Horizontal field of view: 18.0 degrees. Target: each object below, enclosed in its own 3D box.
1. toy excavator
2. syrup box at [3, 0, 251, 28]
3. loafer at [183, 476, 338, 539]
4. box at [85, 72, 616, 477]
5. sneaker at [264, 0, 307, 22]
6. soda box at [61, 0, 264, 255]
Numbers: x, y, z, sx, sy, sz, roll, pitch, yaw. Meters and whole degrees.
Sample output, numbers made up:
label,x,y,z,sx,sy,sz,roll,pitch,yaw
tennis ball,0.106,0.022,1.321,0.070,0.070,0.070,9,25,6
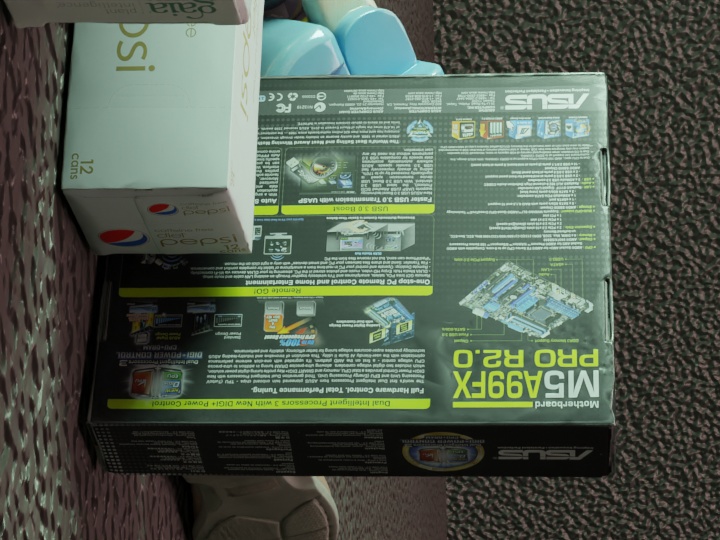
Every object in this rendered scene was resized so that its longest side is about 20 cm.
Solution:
label,x,y,z,sx,sy,sz,roll,pitch,yaw
toy excavator,-0.015,-0.107,1.052,0.100,0.194,0.201,21,-38,56
syrup box,-0.073,-0.183,0.745,0.082,0.078,0.202,80,11,-63
loafer,-0.051,0.085,1.067,0.200,0.071,0.063,76,8,-58
box,0.000,0.000,0.889,0.044,0.198,0.161,81,9,-59
sneaker,-0.038,-0.223,1.196,0.081,0.073,0.202,-44,132,-77
soda box,-0.070,-0.110,0.863,0.068,0.063,0.202,76,14,-69
